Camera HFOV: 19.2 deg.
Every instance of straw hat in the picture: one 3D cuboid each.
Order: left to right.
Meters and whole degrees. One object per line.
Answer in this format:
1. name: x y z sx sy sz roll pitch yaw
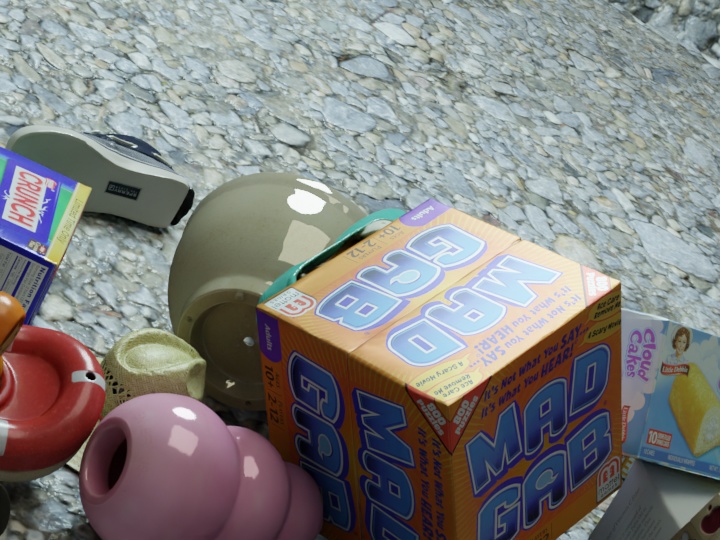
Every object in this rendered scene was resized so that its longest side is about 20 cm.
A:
1. straw hat: -0.170 0.095 1.703 0.200 0.085 0.201 24 23 -11

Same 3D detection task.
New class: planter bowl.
1. planter bowl: -0.081 0.035 1.809 0.200 0.201 0.135 29 33 0

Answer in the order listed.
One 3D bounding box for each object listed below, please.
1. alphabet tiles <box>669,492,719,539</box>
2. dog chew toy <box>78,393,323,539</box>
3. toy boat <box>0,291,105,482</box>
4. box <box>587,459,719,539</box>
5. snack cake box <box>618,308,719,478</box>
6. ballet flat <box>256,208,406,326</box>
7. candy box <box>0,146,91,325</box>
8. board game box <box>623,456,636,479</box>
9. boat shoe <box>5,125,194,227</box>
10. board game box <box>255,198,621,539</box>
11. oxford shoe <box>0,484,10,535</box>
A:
1. alphabet tiles: 0.242 0.292 1.637 0.008 0.200 0.167 33 18 -35
2. dog chew toy: -0.110 0.167 1.593 0.200 0.125 0.125 23 22 -36
3. toy boat: -0.278 0.066 1.546 0.199 0.131 0.131 15 43 -22
4. box: 0.269 0.280 1.745 0.106 0.153 0.200 16 27 -28
5. snack cake box: 0.275 0.108 1.767 0.067 0.115 0.200 12 -3 45
6. ballet flat: 0.000 0.000 1.727 0.200 0.070 0.067 -34 94 -41
7. candy box: -0.344 -0.052 1.813 0.199 0.077 0.169 27 23 -9
8. board game box: 0.296 0.180 2.133 0.200 0.034 0.134 33 23 10
9. boat shoe: -0.260 -0.102 2.035 0.200 0.075 0.093 22 16 -36
10. board game box: 0.064 0.100 1.647 0.200 0.201 0.200 26 44 37
11. oxford shoe: -0.340 0.159 1.427 0.199 0.072 0.071 9 2 -39
